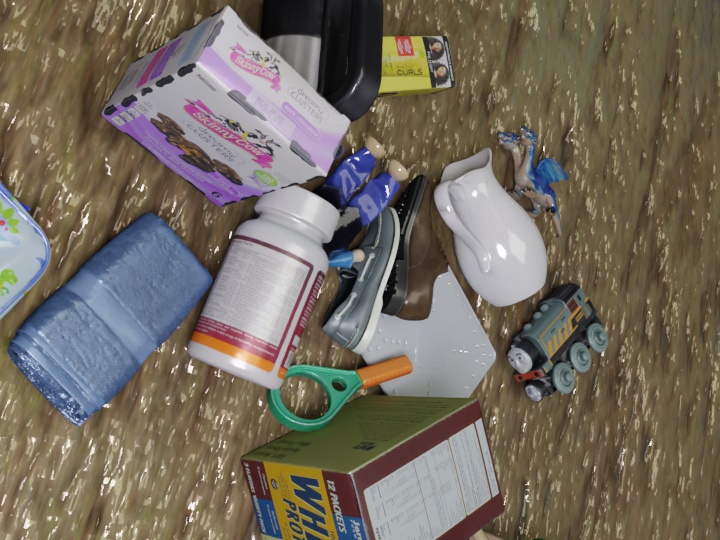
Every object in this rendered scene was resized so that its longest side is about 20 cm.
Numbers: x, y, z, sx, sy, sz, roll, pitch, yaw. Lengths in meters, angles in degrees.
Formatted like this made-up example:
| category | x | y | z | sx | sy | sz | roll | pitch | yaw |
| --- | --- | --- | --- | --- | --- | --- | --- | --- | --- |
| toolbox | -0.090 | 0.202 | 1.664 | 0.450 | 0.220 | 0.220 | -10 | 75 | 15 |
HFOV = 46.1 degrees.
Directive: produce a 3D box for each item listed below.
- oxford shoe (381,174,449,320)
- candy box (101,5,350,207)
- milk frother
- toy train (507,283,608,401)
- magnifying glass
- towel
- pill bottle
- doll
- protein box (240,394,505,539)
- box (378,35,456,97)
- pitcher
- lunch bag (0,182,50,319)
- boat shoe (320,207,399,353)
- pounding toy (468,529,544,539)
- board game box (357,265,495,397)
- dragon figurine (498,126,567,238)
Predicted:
| category | x | y | z | sx | sy | sz | roll | pitch | yaw |
| --- | --- | --- | --- | --- | --- | --- | --- | --- | --- |
| oxford shoe | 0.074 | -0.027 | 1.090 | 0.083 | 0.073 | 0.203 | 19 | 67 | -20 |
| candy box | -0.137 | -0.153 | 0.846 | 0.167 | 0.199 | 0.072 | 39 | 62 | -31 |
| milk frother | -0.088 | -0.244 | 0.927 | 0.198 | 0.180 | 0.191 | 11 | 77 | -27 |
| toy train | 0.297 | 0.109 | 1.290 | 0.200 | 0.085 | 0.115 | -39 | 98 | -35 |
| magnifying glass | -0.020 | 0.135 | 1.003 | 0.198 | 0.022 | 0.080 | -12 | 57 | -36 |
| towel | -0.243 | 0.042 | 0.832 | 0.200 | 0.048 | 0.112 | -51 | 117 | -32 |
| pill bottle | -0.099 | 0.015 | 0.902 | 0.109 | 0.109 | 0.202 | 29 | 77 | -35 |
| doll | -0.036 | -0.070 | 1.012 | 0.136 | 0.048 | 0.200 | 43 | 72 | -3 |
| protein box | 0.014 | 0.238 | 0.938 | 0.199 | 0.197 | 0.137 | -20 | 98 | -41 |
| box | 0.041 | -0.269 | 1.116 | 0.198 | 0.050 | 0.076 | -13 | 95 | -41 |
| pitcher | 0.169 | -0.047 | 1.154 | 0.202 | 0.120 | 0.171 | 63 | 34 | -10 |
| lunch bag | -0.371 | -0.033 | 0.703 | 0.201 | 0.082 | 0.161 | 52 | 56 | -25 |
| boat shoe | 0.000 | 0.000 | 1.038 | 0.061 | 0.073 | 0.202 | 21 | 62 | -14 |
| pounding toy | 0.193 | 0.417 | 1.107 | 0.141 | 0.183 | 0.203 | 27 | 77 | -37 |
| board game box | 0.086 | 0.102 | 1.133 | 0.200 | 0.026 | 0.201 | -46 | 114 | -35 |
| dragon figurine | 0.279 | -0.137 | 1.309 | 0.199 | 0.058 | 0.100 | 37 | 63 | -31 |
